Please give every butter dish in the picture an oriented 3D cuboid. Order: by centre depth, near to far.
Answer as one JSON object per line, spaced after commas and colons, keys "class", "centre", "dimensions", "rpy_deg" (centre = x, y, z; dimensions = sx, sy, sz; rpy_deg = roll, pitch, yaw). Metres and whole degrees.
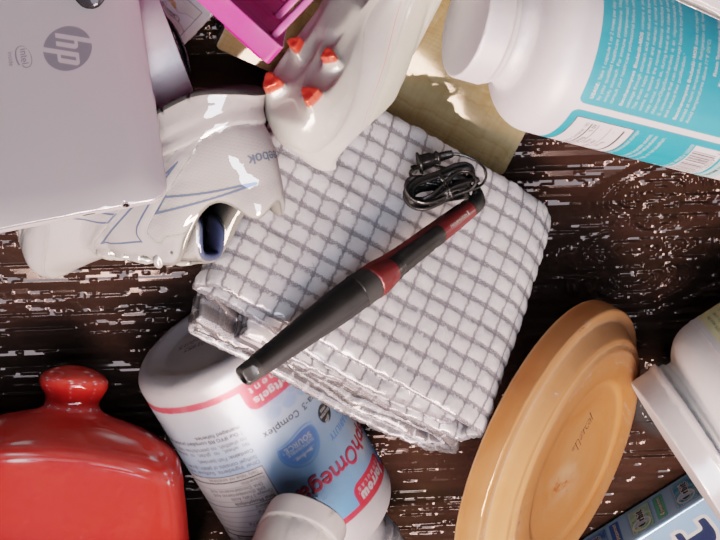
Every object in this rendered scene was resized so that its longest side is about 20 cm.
{"class": "butter dish", "centre": [-0.184, 0.133, 1.782], "dimensions": [0.200, 0.199, 0.148], "rpy_deg": [5, 90, -7]}

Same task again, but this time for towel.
{"class": "towel", "centre": [0.002, -0.001, 1.733], "dimensions": [0.200, 0.086, 0.166], "rpy_deg": [27, 67, -15]}

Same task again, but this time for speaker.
{"class": "speaker", "centre": [-0.196, -0.096, 1.667], "dimensions": [0.200, 0.081, 0.081], "rpy_deg": [-21, 114, -2]}

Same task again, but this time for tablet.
{"class": "tablet", "centre": [-0.185, -0.119, 1.626], "dimensions": [0.130, 0.200, 0.014], "rpy_deg": [-11, 159, 1]}

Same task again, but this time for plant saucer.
{"class": "plant saucer", "centre": [0.122, 0.116, 1.781], "dimensions": [0.032, 0.200, 0.201], "rpy_deg": [23, 115, 23]}

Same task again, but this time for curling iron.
{"class": "curling iron", "centre": [0.000, 0.000, 1.673], "dimensions": [0.050, 0.026, 0.200], "rpy_deg": [40, 68, 14]}

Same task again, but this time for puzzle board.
{"class": "puzzle board", "centre": [0.033, -0.162, 1.741], "dimensions": [0.200, 0.017, 0.151], "rpy_deg": [23, 109, -15]}

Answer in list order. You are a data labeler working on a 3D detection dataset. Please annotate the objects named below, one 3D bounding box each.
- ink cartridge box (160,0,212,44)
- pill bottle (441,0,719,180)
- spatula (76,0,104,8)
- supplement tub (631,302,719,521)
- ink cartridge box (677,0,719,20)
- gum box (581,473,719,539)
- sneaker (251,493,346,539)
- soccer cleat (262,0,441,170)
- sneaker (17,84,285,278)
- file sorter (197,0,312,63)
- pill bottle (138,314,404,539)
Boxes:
{"class": "ink cartridge box", "centre": [-0.193, -0.158, 1.714], "dimensions": [0.163, 0.057, 0.200], "rpy_deg": [42, 93, -19]}
{"class": "pill bottle", "centre": [0.152, -0.125, 1.700], "dimensions": [0.200, 0.111, 0.111], "rpy_deg": [13, 113, -21]}
{"class": "spatula", "centre": [-0.188, -0.239, 1.639], "dimensions": [0.056, 0.021, 0.200], "rpy_deg": [-24, 78, 6]}
{"class": "supplement tub", "centre": [0.284, 0.066, 1.779], "dimensions": [0.200, 0.145, 0.145], "rpy_deg": [-33, 113, 1]}
{"class": "ink cartridge box", "centre": [0.178, -0.252, 1.611], "dimensions": [0.146, 0.200, 0.147], "rpy_deg": [24, 110, -14]}
{"class": "gum box", "centre": [0.249, 0.214, 1.909], "dimensions": [0.200, 0.045, 0.170], "rpy_deg": [-34, 111, 9]}
{"class": "sneaker", "centre": [-0.061, 0.215, 1.759], "dimensions": [0.073, 0.085, 0.200], "rpy_deg": [19, 147, 4]}
{"class": "soccer cleat", "centre": [0.011, -0.150, 1.682], "dimensions": [0.200, 0.069, 0.078], "rpy_deg": [-55, 149, -15]}
{"class": "sneaker", "centre": [-0.124, -0.034, 1.658], "dimensions": [0.200, 0.074, 0.087], "rpy_deg": [-29, 77, 39]}
{"class": "file sorter", "centre": [-0.057, -0.227, 1.595], "dimensions": [0.139, 0.200, 0.125], "rpy_deg": [42, 103, -11]}
{"class": "pill bottle", "centre": [-0.048, 0.120, 1.808], "dimensions": [0.109, 0.109, 0.200], "rpy_deg": [-27, 114, 7]}
